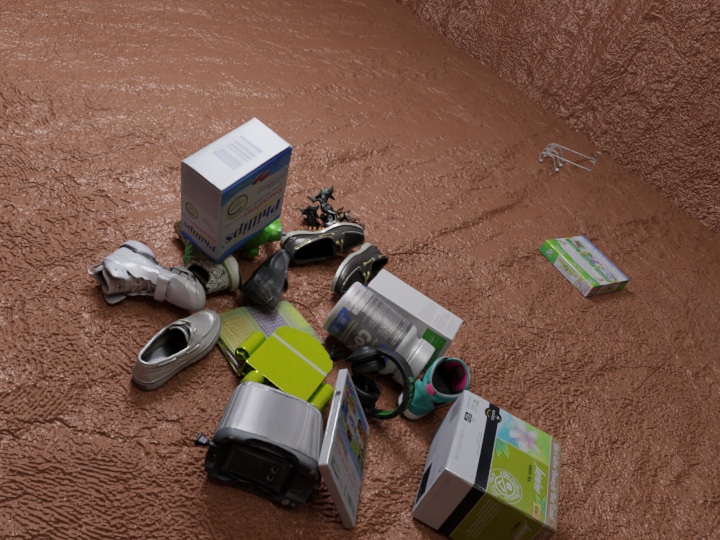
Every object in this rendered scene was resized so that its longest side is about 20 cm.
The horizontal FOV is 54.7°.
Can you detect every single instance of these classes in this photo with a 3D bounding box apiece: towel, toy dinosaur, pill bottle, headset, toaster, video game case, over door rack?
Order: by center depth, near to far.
[{"bbox_3d":[-0.146,0.255,1.049,0.199,0.114,0.130,22,30,-8],"label":"toaster"},{"bbox_3d":[-0.022,0.276,1.096,0.018,0.144,0.201,-9,32,15],"label":"video game case"},{"bbox_3d":[0.013,0.187,1.250,0.199,0.125,0.094,17,15,30],"label":"headset"},{"bbox_3d":[-0.177,0.118,1.282,0.199,0.023,0.144,-14,51,-45],"label":"towel"},{"bbox_3d":[0.037,0.125,1.332,0.199,0.114,0.114,38,35,5],"label":"pill bottle"},{"bbox_3d":[-0.071,-0.111,1.599,0.136,0.102,0.200,60,21,15],"label":"toy dinosaur"},{"bbox_3d":[0.770,-0.407,2.564,0.198,0.067,0.148,16,30,21],"label":"over door rack"}]

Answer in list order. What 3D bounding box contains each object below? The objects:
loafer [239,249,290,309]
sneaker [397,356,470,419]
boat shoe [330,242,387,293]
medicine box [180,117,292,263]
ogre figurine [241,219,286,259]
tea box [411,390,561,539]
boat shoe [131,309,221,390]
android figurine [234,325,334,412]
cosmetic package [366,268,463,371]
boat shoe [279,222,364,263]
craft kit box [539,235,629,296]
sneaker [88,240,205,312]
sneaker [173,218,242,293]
[{"bbox_3d":[-0.174,0.018,1.377,0.072,0.073,0.200,47,25,-9],"label":"loafer"},{"bbox_3d":[0.167,0.202,1.308,0.199,0.121,0.084,-24,76,-47],"label":"sneaker"},{"bbox_3d":[0.000,0.000,1.504,0.060,0.072,0.201,29,33,11],"label":"boat shoe"},{"bbox_3d":[-0.231,-0.146,1.286,0.103,0.201,0.182,37,54,15],"label":"medicine box"},{"bbox_3d":[-0.244,-0.089,1.441,0.199,0.099,0.120,6,26,-46],"label":"ogre figurine"},{"bbox_3d":[0.214,0.345,1.158,0.196,0.134,0.200,28,34,0],"label":"tea box"},{"bbox_3d":[-0.299,0.114,1.151,0.072,0.066,0.200,35,40,15],"label":"boat shoe"},{"bbox_3d":[-0.125,0.170,1.198,0.181,0.041,0.200,36,35,3],"label":"android figurine"},{"bbox_3d":[0.093,0.102,1.414,0.199,0.108,0.085,31,35,8],"label":"cosmetic package"},{"bbox_3d":[-0.074,-0.055,1.524,0.200,0.072,0.061,-11,41,-26],"label":"boat shoe"},{"bbox_3d":[0.646,-0.016,2.007,0.196,0.049,0.200,-3,45,-41],"label":"craft kit box"},{"bbox_3d":[-0.376,0.028,1.220,0.199,0.076,0.115,31,35,14],"label":"sneaker"},{"bbox_3d":[-0.313,-0.028,1.341,0.088,0.077,0.200,-25,57,-40],"label":"sneaker"}]
